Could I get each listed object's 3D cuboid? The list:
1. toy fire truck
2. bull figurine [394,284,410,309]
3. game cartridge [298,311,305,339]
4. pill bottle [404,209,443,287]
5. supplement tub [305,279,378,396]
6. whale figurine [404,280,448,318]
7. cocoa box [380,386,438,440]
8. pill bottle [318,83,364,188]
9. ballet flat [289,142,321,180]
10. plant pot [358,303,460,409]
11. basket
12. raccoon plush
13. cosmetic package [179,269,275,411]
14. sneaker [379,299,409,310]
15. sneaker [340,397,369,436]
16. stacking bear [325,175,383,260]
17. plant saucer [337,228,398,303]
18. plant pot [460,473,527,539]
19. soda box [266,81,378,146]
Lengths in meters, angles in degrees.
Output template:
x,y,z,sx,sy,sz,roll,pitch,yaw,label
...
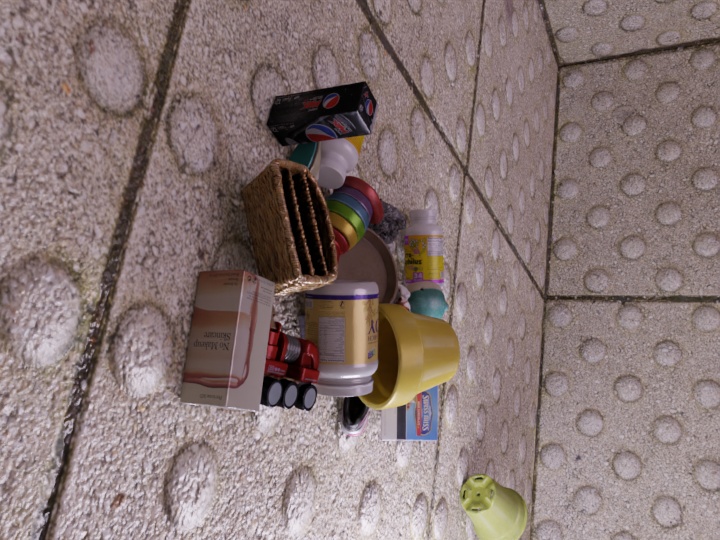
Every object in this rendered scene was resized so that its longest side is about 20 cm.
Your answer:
x,y,z,sx,sy,sz,roll,pitch,yaw,label
-0.146,0.123,1.153,0.175,0.125,0.206,26,76,-60,toy fire truck
0.079,0.113,1.566,0.066,0.118,0.204,-62,141,-43,bull figurine
-0.059,0.125,1.391,0.199,0.037,0.134,-32,113,-59,game cartridge
0.166,-0.054,1.744,0.103,0.101,0.207,-2,91,-62,pill bottle
-0.035,0.123,1.260,0.144,0.141,0.207,-4,94,-62,supplement tub
0.152,0.116,1.678,0.203,0.154,0.106,91,-13,-53,whale figurine
0.112,0.304,1.540,0.200,0.127,0.138,18,73,-87,cocoa box
-0.044,-0.271,1.353,0.105,0.101,0.205,51,45,-49,pill bottle
-0.115,-0.161,1.255,0.070,0.068,0.204,51,54,-49,ballet flat
0.097,0.170,1.363,0.184,0.199,0.208,0,89,-32,plant pot
-0.098,-0.071,1.112,0.139,0.148,0.207,-9,82,-34,basket
0.014,-0.096,1.526,0.198,0.096,0.137,37,67,-22,raccoon plush
-0.205,0.109,1.033,0.087,0.101,0.207,26,65,-57,cosmetic package
0.049,0.142,1.515,0.075,0.077,0.204,-37,154,-50,sneaker
0.005,0.250,1.431,0.087,0.078,0.206,93,5,-72,sneaker
-0.047,-0.080,1.340,0.203,0.119,0.115,-59,166,-27,stacking bear
0.000,0.000,1.432,0.196,0.029,0.206,18,61,-34,plant saucer
0.418,0.764,2.168,0.185,0.196,0.204,49,47,-35,plant pot
-0.070,-0.280,1.201,0.063,0.194,0.073,48,48,-49,soda box
